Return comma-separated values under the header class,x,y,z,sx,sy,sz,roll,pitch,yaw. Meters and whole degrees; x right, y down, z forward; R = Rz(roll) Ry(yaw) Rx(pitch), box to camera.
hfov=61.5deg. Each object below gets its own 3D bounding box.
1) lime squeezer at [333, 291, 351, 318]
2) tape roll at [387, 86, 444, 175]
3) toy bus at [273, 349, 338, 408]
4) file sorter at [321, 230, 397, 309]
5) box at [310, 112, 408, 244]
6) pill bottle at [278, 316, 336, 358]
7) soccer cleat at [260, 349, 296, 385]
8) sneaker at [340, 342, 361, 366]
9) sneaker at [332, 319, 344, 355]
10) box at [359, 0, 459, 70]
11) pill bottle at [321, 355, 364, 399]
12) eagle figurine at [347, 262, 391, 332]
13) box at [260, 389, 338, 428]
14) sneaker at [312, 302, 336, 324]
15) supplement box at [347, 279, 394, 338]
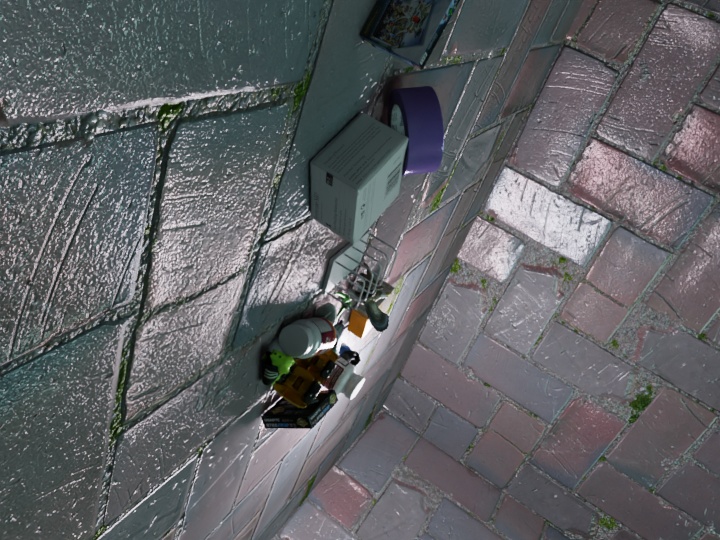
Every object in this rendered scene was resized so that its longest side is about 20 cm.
class,x,y,z,sx,sy,sz,roll,pitch,yaw
lime squeezer,-0.062,0.102,1.982,0.070,0.038,0.200,-19,152,-15
tape roll,0.126,-0.327,1.425,0.200,0.085,0.201,173,-90,-82
toy bus,-0.176,0.326,1.885,0.200,0.135,0.192,-54,177,-21
file sorter,0.000,0.000,1.794,0.200,0.124,0.139,-41,157,-45
box,-0.006,-0.207,1.372,0.200,0.130,0.199,-49,162,-27
pill bottle,-0.150,0.191,1.719,0.110,0.109,0.200,-61,165,8
soccer cleat,-0.241,0.263,1.665,0.068,0.081,0.200,-58,-172,-34
sneaker,-0.049,0.326,2.278,0.077,0.111,0.200,-57,165,-6
sneaker,-0.090,0.265,2.116,0.088,0.074,0.200,-49,162,-47
box,0.106,-0.503,1.148,0.200,0.136,0.038,-60,162,8
pill bottle,-0.091,0.337,2.003,0.113,0.200,0.113,-51,163,-23
eagle figurine,0.034,0.102,2.015,0.152,0.150,0.200,-71,172,-45
box,-0.193,0.442,1.930,0.159,0.199,0.046,-36,112,-53
sneaker,-0.114,0.161,1.876,0.080,0.070,0.201,-64,176,-47
supplement box,0.039,0.143,2.273,0.200,0.073,0.126,-45,159,-39
